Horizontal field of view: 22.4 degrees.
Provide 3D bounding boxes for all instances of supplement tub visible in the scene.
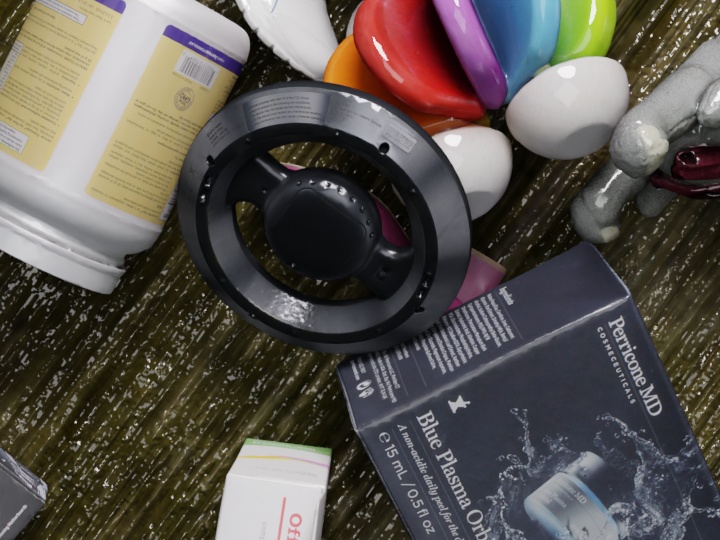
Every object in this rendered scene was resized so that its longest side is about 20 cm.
[{"bbox_3d":[-0.177,-0.100,1.220,0.145,0.145,0.201,27,93,-1],"label":"supplement tub"}]

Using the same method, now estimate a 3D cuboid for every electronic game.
[{"bbox_3d":[-0.025,-0.031,1.186,0.199,0.042,0.201,8,123,12],"label":"electronic game"}]

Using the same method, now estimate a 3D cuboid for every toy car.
[{"bbox_3d":[0.066,-0.145,1.184,0.199,0.150,0.176,-29,60,16],"label":"toy car"}]

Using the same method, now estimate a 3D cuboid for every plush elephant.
[{"bbox_3d":[0.259,-0.067,1.201,0.155,0.165,0.200,42,66,9],"label":"plush elephant"}]

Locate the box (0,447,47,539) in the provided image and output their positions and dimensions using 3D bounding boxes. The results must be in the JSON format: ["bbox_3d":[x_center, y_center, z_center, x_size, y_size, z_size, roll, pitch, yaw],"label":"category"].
[{"bbox_3d":[-0.342,0.182,1.270,0.158,0.050,0.200,41,92,-12],"label":"box"}]

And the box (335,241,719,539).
[{"bbox_3d":[0.116,0.121,1.219,0.199,0.117,0.197,-27,109,1],"label":"box"}]

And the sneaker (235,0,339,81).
[{"bbox_3d":[-0.055,-0.224,1.245,0.087,0.075,0.201,-25,93,10],"label":"sneaker"}]

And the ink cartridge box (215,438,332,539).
[{"bbox_3d":[-0.061,0.184,1.204,0.067,0.200,0.118,9,92,0],"label":"ink cartridge box"}]

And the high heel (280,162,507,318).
[{"bbox_3d":[0.000,0.000,1.259,0.199,0.067,0.096,26,82,-4],"label":"high heel"}]
